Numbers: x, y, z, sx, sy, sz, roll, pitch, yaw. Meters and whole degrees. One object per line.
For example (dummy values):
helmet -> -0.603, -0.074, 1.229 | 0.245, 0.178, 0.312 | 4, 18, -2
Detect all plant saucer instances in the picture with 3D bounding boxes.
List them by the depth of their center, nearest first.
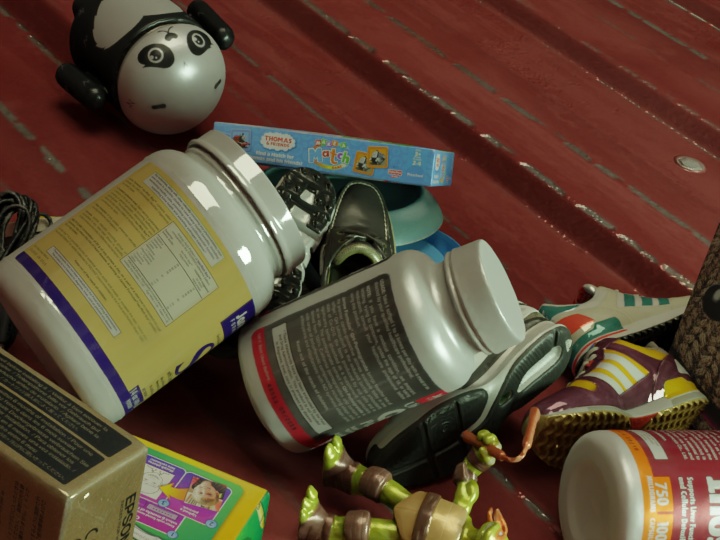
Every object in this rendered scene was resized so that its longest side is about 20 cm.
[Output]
plant saucer -> -0.020, -0.068, 1.424 | 0.198, 0.028, 0.200 | 3, 22, -1

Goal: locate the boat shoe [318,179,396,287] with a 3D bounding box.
boat shoe -> -0.001, 0.000, 1.277 | 0.071, 0.066, 0.202 | 12, 55, -6

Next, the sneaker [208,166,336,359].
sneaker -> -0.084, 0.007, 1.269 | 0.066, 0.091, 0.201 | 32, 52, -7

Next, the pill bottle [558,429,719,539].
pill bottle -> 0.260, 0.177, 1.146 | 0.198, 0.114, 0.113 | 1, 34, -19

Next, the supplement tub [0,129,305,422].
supplement tub -> -0.155, 0.002, 1.125 | 0.199, 0.146, 0.145 | -37, 52, -15

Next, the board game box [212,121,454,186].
board game box -> -0.021, -0.105, 1.380 | 0.198, 0.037, 0.151 | 7, 5, 9

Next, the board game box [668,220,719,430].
board game box -> 0.361, 0.063, 1.283 | 0.096, 0.201, 0.160 | -8, 37, -32

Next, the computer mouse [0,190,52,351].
computer mouse -> -0.205, 0.020, 1.208 | 0.198, 0.140, 0.053 | 13, -13, -22

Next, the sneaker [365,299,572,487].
sneaker -> 0.063, 0.087, 1.219 | 0.200, 0.076, 0.115 | -34, 46, -21

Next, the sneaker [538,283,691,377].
sneaker -> 0.249, 0.040, 1.395 | 0.199, 0.071, 0.093 | -14, 47, -34

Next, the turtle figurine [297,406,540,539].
turtle figurine -> 0.045, 0.174, 1.099 | 0.160, 0.065, 0.201 | 16, 62, 15

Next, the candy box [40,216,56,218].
candy box -> -0.202, -0.004, 1.325 | 0.198, 0.027, 0.103 | 6, 32, -13

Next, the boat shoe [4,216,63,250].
boat shoe -> -0.207, -0.011, 1.279 | 0.198, 0.063, 0.072 | -2, -7, -30

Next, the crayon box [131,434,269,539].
crayon box -> -0.176, 0.168, 1.035 | 0.199, 0.059, 0.119 | 21, 32, 10

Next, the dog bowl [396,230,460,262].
dog bowl -> 0.058, 0.028, 1.359 | 0.111, 0.050, 0.200 | -3, 35, -26

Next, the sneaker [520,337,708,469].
sneaker -> 0.196, 0.105, 1.265 | 0.199, 0.075, 0.090 | -2, 45, -39

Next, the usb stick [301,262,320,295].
usb stick -> -0.062, 0.010, 1.354 | 0.055, 0.033, 0.200 | -3, 36, -27

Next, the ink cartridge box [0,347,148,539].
ink cartridge box -> -0.221, 0.155, 0.904 | 0.164, 0.201, 0.075 | 30, 35, 23

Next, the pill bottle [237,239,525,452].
pill bottle -> 0.017, 0.052, 1.136 | 0.199, 0.111, 0.111 | -24, 28, 16

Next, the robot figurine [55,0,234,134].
robot figurine -> -0.224, -0.225, 1.568 | 0.124, 0.151, 0.200 | 24, 15, -49
